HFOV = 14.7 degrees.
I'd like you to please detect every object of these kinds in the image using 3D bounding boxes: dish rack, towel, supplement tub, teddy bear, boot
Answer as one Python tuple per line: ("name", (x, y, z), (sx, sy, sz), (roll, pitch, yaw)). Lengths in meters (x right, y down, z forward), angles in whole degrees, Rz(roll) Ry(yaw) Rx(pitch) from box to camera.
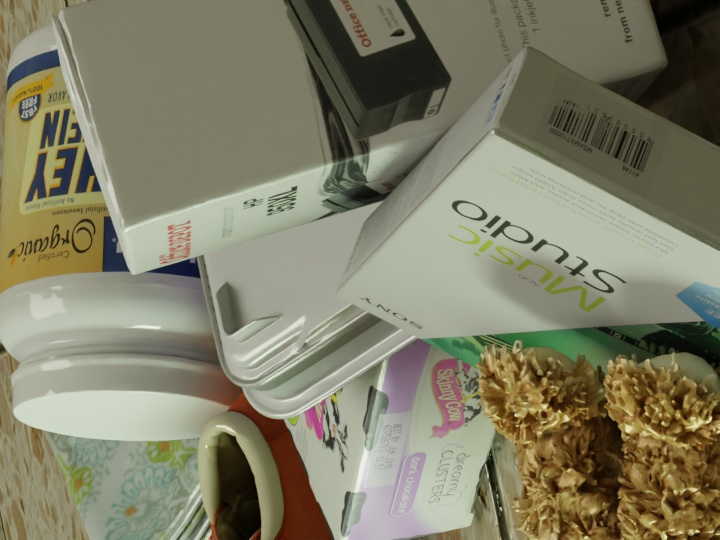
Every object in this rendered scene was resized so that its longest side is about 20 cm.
("dish rack", (-0.017, -0.055, 1.195), (0.171, 0.043, 0.201), (-33, 56, 30))
("towel", (-0.103, 0.075, 1.559), (0.171, 0.048, 0.200), (-50, 41, 19))
("supplement tub", (-0.117, -0.020, 1.465), (0.144, 0.143, 0.201), (136, 137, -69))
("teddy bear", (0.100, 0.106, 0.962), (0.067, 0.144, 0.201), (-58, -27, -45))
("boot", (-0.040, 0.140, 1.421), (0.075, 0.107, 0.201), (11, 119, 31))

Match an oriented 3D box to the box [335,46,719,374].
("box", (0.083, 0.002, 0.951), (0.037, 0.144, 0.200), (-65, 7, -19))

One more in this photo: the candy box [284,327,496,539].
("candy box", (0.000, 0.000, 1.296), (0.168, 0.071, 0.201), (103, 151, -49))

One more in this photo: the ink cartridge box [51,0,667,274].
("ink cartridge box", (-0.004, -0.071, 1.014), (0.145, 0.199, 0.085), (116, 137, -83))
